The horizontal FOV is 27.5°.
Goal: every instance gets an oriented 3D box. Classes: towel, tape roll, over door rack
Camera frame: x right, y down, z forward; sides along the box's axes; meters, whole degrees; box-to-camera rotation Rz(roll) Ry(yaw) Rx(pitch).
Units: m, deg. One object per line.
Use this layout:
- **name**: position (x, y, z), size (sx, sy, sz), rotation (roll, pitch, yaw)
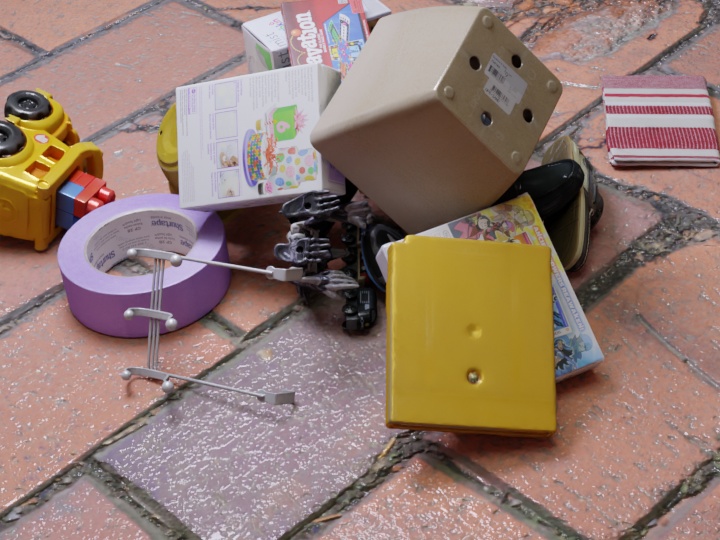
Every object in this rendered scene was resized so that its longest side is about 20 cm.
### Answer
- **towel**: position (0.393, -0.197, 1.935), size (0.142, 0.023, 0.201), rotation (0, 39, 5)
- **tape roll**: position (-0.255, -0.009, 1.747), size (0.198, 0.066, 0.201), rotation (-4, 36, 3)
- **over door rack**: position (-0.166, 0.058, 1.571), size (0.198, 0.150, 0.067), rotation (7, 8, 19)

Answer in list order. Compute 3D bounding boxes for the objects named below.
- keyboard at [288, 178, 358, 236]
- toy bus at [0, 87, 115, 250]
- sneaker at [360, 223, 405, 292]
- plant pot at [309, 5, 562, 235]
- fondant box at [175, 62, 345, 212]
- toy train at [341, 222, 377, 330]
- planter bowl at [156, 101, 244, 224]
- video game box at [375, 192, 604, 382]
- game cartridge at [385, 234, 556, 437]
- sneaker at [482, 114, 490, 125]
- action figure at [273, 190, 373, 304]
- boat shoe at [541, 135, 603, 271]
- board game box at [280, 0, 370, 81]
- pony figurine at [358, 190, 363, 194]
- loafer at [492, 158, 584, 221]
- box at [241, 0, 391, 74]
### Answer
- **keyboard**: position (-0.019, -0.127, 1.789), size (0.039, 0.201, 0.104), rotation (14, 30, -46)
- **toy bus**: position (-0.393, -0.122, 1.875), size (0.190, 0.137, 0.201), rotation (18, 39, 10)
- **sneaker**: position (0.068, 0.008, 1.648), size (0.070, 0.083, 0.200), rotation (-15, 44, -25)
- **plant pot**: position (0.100, -0.172, 1.609), size (0.176, 0.199, 0.201), rotation (-18, 37, 55)
- **fondant box**: position (-0.116, -0.150, 1.689), size (0.198, 0.146, 0.058), rotation (-5, -6, 30)
- **toy train**: position (0.000, 0.000, 1.723), size (0.045, 0.034, 0.201), rotation (-1, 38, -1)
- **planter bowl**: position (-0.195, -0.160, 1.824), size (0.199, 0.083, 0.202), rotation (-22, 56, 38)
- **video game box**: position (0.136, 0.039, 1.554), size (0.181, 0.047, 0.202), rotation (-20, 77, -15)
- **game cartridge**: position (0.112, 0.066, 1.503), size (0.174, 0.032, 0.202), rotation (5, 69, -9)
- **sneaker**: position (0.126, -0.157, 1.884), size (0.113, 0.076, 0.201), rotation (5, 42, 31)
- **action figure**: position (-0.041, -0.026, 1.654), size (0.101, 0.200, 0.120), rotation (6, 82, 5)
- **boat shoe**: position (0.260, -0.077, 1.756), size (0.064, 0.073, 0.202), rotation (25, 47, -23)
- **board game box**: position (-0.034, -0.257, 1.771), size (0.102, 0.020, 0.201), rotation (-7, 51, -7)
- **pony figurine**: position (0.068, -0.192, 1.808), size (0.198, 0.196, 0.166), rotation (-5, -8, 38)
- **loafer**: position (0.166, -0.083, 1.724), size (0.199, 0.071, 0.068), rotation (-24, 34, 16)
- **box**: position (-0.049, -0.242, 1.909), size (0.175, 0.202, 0.097), rotation (-22, 40, -21)
